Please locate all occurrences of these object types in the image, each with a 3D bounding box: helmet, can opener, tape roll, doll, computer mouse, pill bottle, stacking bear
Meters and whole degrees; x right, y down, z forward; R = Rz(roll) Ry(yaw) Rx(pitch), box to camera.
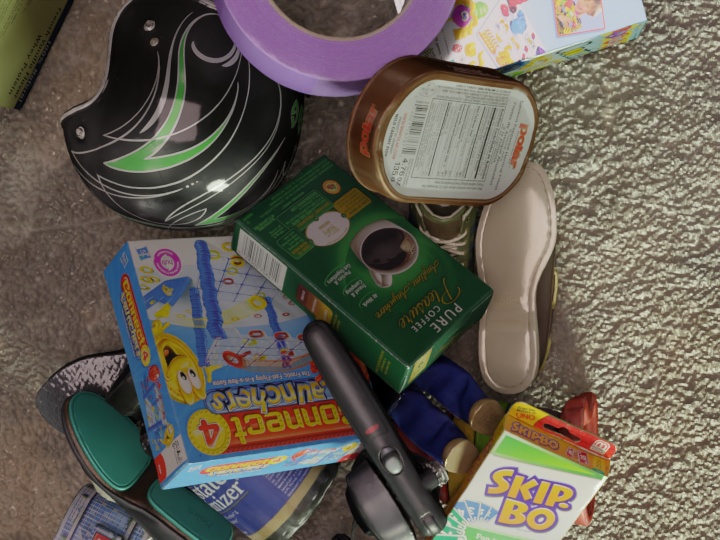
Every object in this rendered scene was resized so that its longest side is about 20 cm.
[{"bbox_3d":[-0.151,-0.128,1.229,0.198,0.200,0.193,21,89,5],"label":"helmet"},{"bbox_3d":[0.009,0.129,1.150,0.078,0.063,0.202,-28,95,-8],"label":"can opener"},{"bbox_3d":[-0.021,-0.245,1.140,0.197,0.066,0.204,1,85,-9],"label":"tape roll"},{"bbox_3d":[0.042,0.085,1.240,0.200,0.048,0.137,39,97,40],"label":"doll"},{"bbox_3d":[0.005,0.225,1.259,0.034,0.202,0.059,-11,49,-26],"label":"computer mouse"},{"bbox_3d":[-0.123,0.143,1.258,0.199,0.112,0.112,40,97,-9],"label":"pill bottle"},{"bbox_3d":[0.104,0.164,1.257,0.197,0.121,0.116,0,88,16],"label":"stacking bear"}]

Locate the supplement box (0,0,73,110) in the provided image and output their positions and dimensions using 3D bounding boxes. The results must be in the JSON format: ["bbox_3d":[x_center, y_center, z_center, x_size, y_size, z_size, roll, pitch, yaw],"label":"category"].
[{"bbox_3d":[-0.340,-0.263,1.234,0.133,0.200,0.202,28,96,4],"label":"supplement box"}]

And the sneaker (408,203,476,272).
[{"bbox_3d":[0.068,-0.037,1.254,0.066,0.090,0.204,3,94,5],"label":"sneaker"}]

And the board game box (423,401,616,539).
[{"bbox_3d":[0.128,0.196,1.187,0.094,0.030,0.201,23,125,-5],"label":"board game box"}]

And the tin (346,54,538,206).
[{"bbox_3d":[0.070,-0.108,1.146,0.042,0.198,0.113,33,113,39],"label":"tin"}]

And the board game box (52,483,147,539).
[{"bbox_3d":[-0.255,0.308,1.307,0.198,0.062,0.202,24,83,4],"label":"board game box"}]

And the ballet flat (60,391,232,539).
[{"bbox_3d":[-0.201,0.196,1.281,0.200,0.073,0.073,43,97,1],"label":"ballet flat"}]

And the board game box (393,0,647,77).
[{"bbox_3d":[0.135,-0.226,1.230,0.197,0.103,0.106,-16,89,7],"label":"board game box"}]

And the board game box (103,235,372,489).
[{"bbox_3d":[-0.096,0.070,1.205,0.056,0.198,0.198,-43,59,47],"label":"board game box"}]

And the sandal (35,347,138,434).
[{"bbox_3d":[-0.202,0.097,1.323,0.198,0.043,0.077,-22,98,-2],"label":"sandal"}]

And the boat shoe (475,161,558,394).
[{"bbox_3d":[0.142,0.006,1.264,0.071,0.059,0.203,3,92,20],"label":"boat shoe"}]

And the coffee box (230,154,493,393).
[{"bbox_3d":[0.000,0.000,1.203,0.199,0.044,0.123,38,52,16],"label":"coffee box"}]
